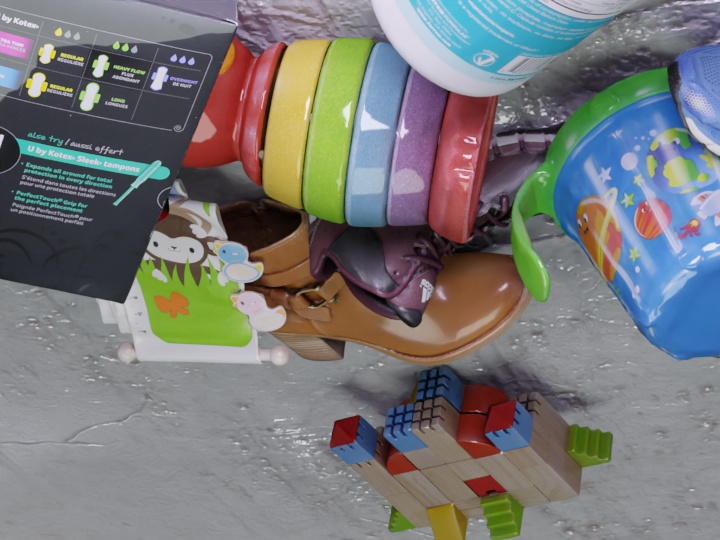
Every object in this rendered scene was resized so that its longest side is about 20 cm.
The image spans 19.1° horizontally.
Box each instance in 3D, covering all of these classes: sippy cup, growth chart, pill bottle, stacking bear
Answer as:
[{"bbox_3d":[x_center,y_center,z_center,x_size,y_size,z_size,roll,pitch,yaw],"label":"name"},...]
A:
[{"bbox_3d":[0.187,-0.025,1.231,0.178,0.131,0.140,-37,137,18],"label":"sippy cup"},{"bbox_3d":[-0.134,-0.009,1.382,0.144,0.018,0.200,-6,129,27],"label":"growth chart"},{"bbox_3d":[0.097,-0.172,1.025,0.110,0.111,0.200,19,148,-28],"label":"pill bottle"},{"bbox_3d":[-0.027,-0.086,1.215,0.199,0.122,0.114,11,146,5],"label":"stacking bear"}]

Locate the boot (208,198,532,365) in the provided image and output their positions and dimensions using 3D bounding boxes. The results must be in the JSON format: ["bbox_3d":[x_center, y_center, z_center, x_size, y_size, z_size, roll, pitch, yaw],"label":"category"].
[{"bbox_3d":[0.000,0.000,1.408,0.199,0.074,0.155,-13,144,23],"label":"boot"}]

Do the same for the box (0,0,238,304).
[{"bbox_3d":[-0.148,-0.110,1.076,0.124,0.149,0.200,11,133,-17],"label":"box"}]

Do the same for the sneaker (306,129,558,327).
[{"bbox_3d":[0.060,-0.019,1.314,0.199,0.116,0.076,-3,152,11],"label":"sneaker"}]

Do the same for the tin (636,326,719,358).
[{"bbox_3d":[0.282,0.028,1.469,0.199,0.042,0.112,9,156,-12],"label":"tin"}]

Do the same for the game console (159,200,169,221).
[{"bbox_3d":[-0.230,-0.090,1.274,0.199,0.119,0.172,-3,173,12],"label":"game console"}]

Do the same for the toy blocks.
[{"bbox_3d":[0.072,0.131,1.644,0.199,0.100,0.137,-15,136,32],"label":"toy blocks"}]

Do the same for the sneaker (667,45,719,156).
[{"bbox_3d":[0.265,-0.107,1.185,0.199,0.079,0.089,1,146,-15],"label":"sneaker"}]
